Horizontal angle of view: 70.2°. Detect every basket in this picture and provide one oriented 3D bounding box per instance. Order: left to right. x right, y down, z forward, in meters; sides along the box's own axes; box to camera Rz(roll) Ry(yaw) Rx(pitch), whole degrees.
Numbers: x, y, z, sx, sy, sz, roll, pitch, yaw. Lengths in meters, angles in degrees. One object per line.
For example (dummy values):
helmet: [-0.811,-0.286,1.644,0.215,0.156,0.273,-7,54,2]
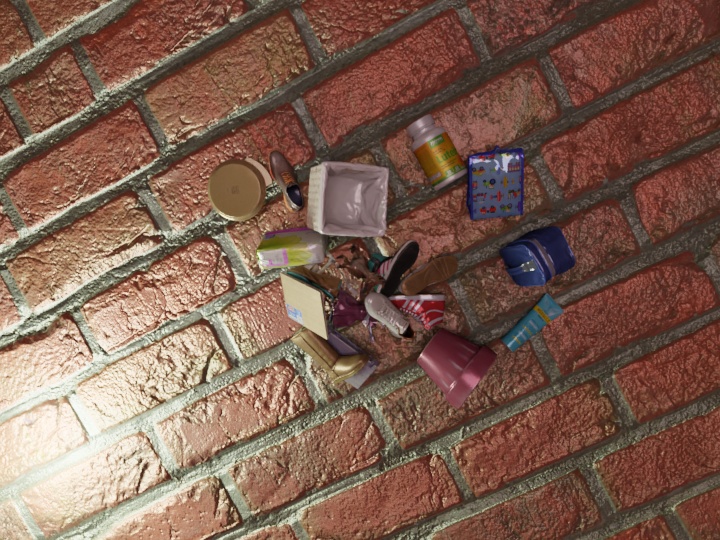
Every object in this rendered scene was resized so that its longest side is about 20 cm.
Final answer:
basket: [-0.041,-0.200,1.468,0.198,0.161,0.201,1,96,-22]

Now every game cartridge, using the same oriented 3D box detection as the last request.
game cartridge: [-0.055,0.268,1.580,0.200,0.038,0.130,37,128,0]

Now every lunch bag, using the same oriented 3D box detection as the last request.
lunch bag: [0.381,-0.255,1.450,0.150,0.094,0.200,-5,127,5]
lunch bag: [0.487,-0.034,1.459,0.132,0.200,0.136,-27,91,-12]

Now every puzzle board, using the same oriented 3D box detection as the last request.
puzzle board: [-0.159,0.096,1.467,0.017,0.200,0.151,-25,120,-33]

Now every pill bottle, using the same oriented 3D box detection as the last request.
pill bottle: [0.217,-0.344,1.487,0.111,0.111,0.200,-30,93,6]

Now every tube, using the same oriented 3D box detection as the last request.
tube: [0.515,0.163,1.550,0.200,0.050,0.077,-43,99,1]

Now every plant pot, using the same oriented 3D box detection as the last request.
plant pot: [0.275,0.273,1.512,0.179,0.200,0.200,37,97,16]

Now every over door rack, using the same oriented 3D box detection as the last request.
over door rack: [-0.112,0.042,1.520,0.148,0.067,0.200,-43,47,7]

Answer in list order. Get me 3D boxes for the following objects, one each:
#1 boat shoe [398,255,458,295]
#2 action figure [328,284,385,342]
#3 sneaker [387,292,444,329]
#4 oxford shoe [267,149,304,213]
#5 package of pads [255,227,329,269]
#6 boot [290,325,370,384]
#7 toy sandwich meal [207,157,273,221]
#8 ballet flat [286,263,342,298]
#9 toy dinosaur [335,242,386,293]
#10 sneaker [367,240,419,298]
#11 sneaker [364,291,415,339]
boat shoe: [0.199,0.011,1.545,0.200,0.069,0.071,-25,99,-15]
action figure: [0.005,0.128,1.571,0.199,0.134,0.149,5,57,-5]
sneaker: [0.157,0.125,1.556,0.199,0.071,0.113,-1,92,2]
oxford shoe: [-0.216,-0.273,1.536,0.071,0.073,0.200,-28,97,-17]
package of pads: [-0.199,-0.071,1.518,0.199,0.155,0.068,-6,116,5]
boot: [-0.092,0.234,1.519,0.200,0.066,0.175,48,125,-6]
toy sandwich meal: [-0.368,-0.251,1.565,0.204,0.070,0.206,1,100,6]
ballet flat: [-0.127,0.017,1.465,0.200,0.068,0.072,20,67,41]
toy dinosaur: [0.000,0.000,1.499,0.086,0.200,0.136,-42,104,5]
sneaker: [0.088,-0.027,1.521,0.083,0.121,0.200,14,116,-41]
sneaker: [0.095,0.132,1.488,0.200,0.085,0.073,44,72,-33]
